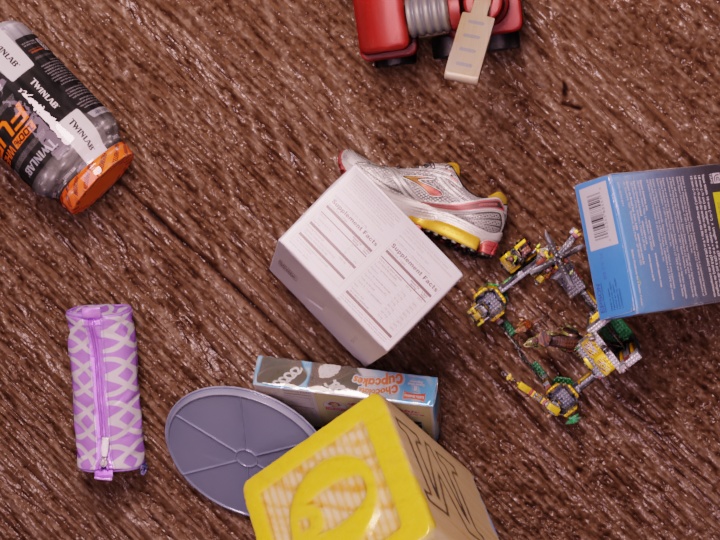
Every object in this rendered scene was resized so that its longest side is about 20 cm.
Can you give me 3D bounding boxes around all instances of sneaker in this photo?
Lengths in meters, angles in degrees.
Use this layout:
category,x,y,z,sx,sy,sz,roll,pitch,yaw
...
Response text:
category,x,y,z,sx,sy,sz,roll,pitch,yaw
sneaker,0.068,-0.086,1.590,0.199,0.078,0.083,25,86,2

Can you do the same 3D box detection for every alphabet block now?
category,x,y,z,sx,sy,sz,roll,pitch,yaw
alphabet block,0.022,0.287,1.538,0.195,0.197,0.200,-36,134,11

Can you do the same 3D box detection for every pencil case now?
category,x,y,z,sx,sy,sz,roll,pitch,yaw
pencil case,-0.292,0.136,1.664,0.083,0.085,0.202,-4,96,11

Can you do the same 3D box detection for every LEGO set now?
category,x,y,z,sx,sy,sz,roll,pitch,yaw
LEGO set,0.208,0.064,1.556,0.153,0.116,0.201,-30,92,12

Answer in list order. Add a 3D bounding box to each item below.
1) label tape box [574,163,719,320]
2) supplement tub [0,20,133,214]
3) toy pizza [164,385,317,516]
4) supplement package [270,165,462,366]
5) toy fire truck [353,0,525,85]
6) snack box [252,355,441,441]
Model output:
category,x,y,z,sx,sy,sz,roll,pitch,yaw
label tape box,0.330,-0.032,1.526,0.198,0.063,0.146,-6,83,-31
supplement tub,-0.353,-0.166,1.614,0.200,0.123,0.123,45,102,1
toy pizza,-0.123,0.200,1.639,0.198,0.032,0.202,10,130,12
supplement package,0.000,0.000,1.521,0.111,0.200,0.156,-44,89,-11
toy fire truck,0.077,-0.249,1.493,0.174,0.200,0.130,-6,96,10
snack box,-0.012,0.141,1.604,0.198,0.116,0.037,7,66,8
